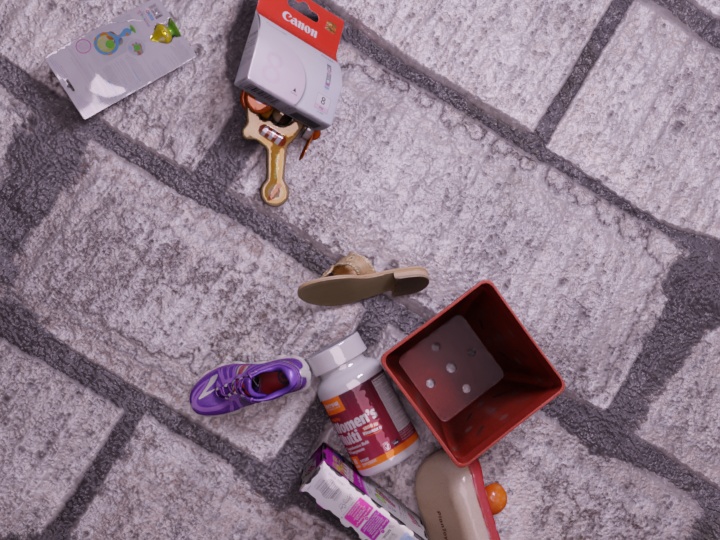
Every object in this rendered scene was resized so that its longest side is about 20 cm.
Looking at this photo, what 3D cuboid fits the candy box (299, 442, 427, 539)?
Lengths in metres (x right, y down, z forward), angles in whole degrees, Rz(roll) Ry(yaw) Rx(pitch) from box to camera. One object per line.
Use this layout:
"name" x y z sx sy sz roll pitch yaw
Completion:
"candy box" 0.004 0.354 1.520 0.200 0.136 0.061 38 91 -2

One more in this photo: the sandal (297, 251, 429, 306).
"sandal" -0.001 0.003 1.585 0.211 0.078 0.070 -5 56 -13

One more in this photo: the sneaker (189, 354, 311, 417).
"sneaker" -0.176 0.172 1.523 0.200 0.083 0.081 -19 86 17

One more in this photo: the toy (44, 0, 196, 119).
"toy" -0.369 -0.326 1.564 0.200 0.047 0.115 -33 87 -10

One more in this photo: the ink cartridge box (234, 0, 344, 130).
"ink cartridge box" -0.095 -0.337 1.536 0.162 0.057 0.200 25 74 -34

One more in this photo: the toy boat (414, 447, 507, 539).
"toy boat" 0.173 0.365 1.560 0.131 0.130 0.200 -16 89 -37

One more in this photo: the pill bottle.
"pill bottle" 0.002 0.203 1.542 0.109 0.110 0.200 -28 90 -6

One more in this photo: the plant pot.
"plant pot" 0.153 0.152 1.527 0.200 0.176 0.200 -36 91 -7

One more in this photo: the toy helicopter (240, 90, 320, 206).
"toy helicopter" -0.122 -0.200 1.581 0.132 0.079 0.200 1 98 -15
